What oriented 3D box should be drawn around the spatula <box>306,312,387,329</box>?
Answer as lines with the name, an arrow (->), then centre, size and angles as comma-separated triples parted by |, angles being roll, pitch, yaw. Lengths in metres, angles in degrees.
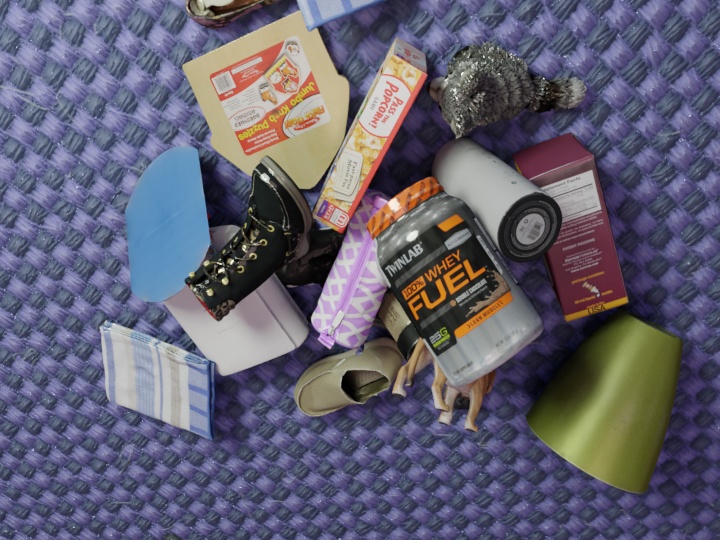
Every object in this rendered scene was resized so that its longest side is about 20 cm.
spatula -> 0.018, 0.078, 0.986 | 0.194, 0.021, 0.058 | 5, 124, 2

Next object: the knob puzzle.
knob puzzle -> -0.102, -0.200, 0.856 | 0.213, 0.031, 0.225 | 1, 115, 2

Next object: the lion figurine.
lion figurine -> 0.110, 0.115, 0.812 | 0.071, 0.125, 0.200 | 6, 158, 31

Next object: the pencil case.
pencil case -> 0.000, 0.000, 0.849 | 0.083, 0.085, 0.204 | 27, 106, 20

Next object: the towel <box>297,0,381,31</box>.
towel -> -0.027, -0.384, 0.727 | 0.144, 0.024, 0.204 | -25, 112, -16

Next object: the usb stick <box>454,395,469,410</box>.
usb stick -> 0.168, 0.116, 0.991 | 0.054, 0.033, 0.205 | 3, 115, -7

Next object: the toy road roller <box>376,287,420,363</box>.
toy road roller -> 0.113, 0.023, 0.890 | 0.144, 0.123, 0.203 | 7, 122, -39

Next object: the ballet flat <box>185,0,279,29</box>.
ballet flat -> -0.116, -0.336, 0.770 | 0.196, 0.072, 0.070 | -24, 111, 13

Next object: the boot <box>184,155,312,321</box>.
boot -> -0.131, -0.027, 0.772 | 0.153, 0.204, 0.073 | -41, 74, -17

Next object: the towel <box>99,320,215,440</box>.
towel -> -0.305, 0.167, 1.011 | 0.195, 0.024, 0.150 | 16, 118, 17

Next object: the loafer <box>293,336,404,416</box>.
loafer -> -0.024, 0.166, 0.998 | 0.198, 0.069, 0.076 | -33, 110, 24

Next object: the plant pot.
plant pot -> 0.357, 0.164, 0.939 | 0.183, 0.187, 0.204 | 23, 100, -8

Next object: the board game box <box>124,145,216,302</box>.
board game box -> -0.240, -0.056, 0.876 | 0.156, 0.204, 0.039 | -29, 152, 29

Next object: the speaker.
speaker -> 0.154, -0.091, 0.797 | 0.079, 0.201, 0.083 | -8, 119, -14

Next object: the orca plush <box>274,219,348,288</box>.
orca plush -> -0.032, -0.011, 0.919 | 0.194, 0.071, 0.108 | -3, 116, 4

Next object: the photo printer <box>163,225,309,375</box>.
photo printer -> -0.186, 0.039, 0.937 | 0.164, 0.070, 0.202 | -21, 113, 29

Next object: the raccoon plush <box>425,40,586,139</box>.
raccoon plush -> 0.174, -0.211, 0.778 | 0.194, 0.135, 0.099 | -8, 114, 7

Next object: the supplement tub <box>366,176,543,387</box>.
supplement tub -> 0.097, 0.010, 0.728 | 0.122, 0.122, 0.202 | -36, 81, 19

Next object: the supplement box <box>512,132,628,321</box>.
supplement box -> 0.267, -0.056, 0.860 | 0.084, 0.111, 0.204 | -18, 113, 12

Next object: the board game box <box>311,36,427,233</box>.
board game box -> 0.011, -0.164, 0.800 | 0.046, 0.152, 0.202 | 26, 115, -7
